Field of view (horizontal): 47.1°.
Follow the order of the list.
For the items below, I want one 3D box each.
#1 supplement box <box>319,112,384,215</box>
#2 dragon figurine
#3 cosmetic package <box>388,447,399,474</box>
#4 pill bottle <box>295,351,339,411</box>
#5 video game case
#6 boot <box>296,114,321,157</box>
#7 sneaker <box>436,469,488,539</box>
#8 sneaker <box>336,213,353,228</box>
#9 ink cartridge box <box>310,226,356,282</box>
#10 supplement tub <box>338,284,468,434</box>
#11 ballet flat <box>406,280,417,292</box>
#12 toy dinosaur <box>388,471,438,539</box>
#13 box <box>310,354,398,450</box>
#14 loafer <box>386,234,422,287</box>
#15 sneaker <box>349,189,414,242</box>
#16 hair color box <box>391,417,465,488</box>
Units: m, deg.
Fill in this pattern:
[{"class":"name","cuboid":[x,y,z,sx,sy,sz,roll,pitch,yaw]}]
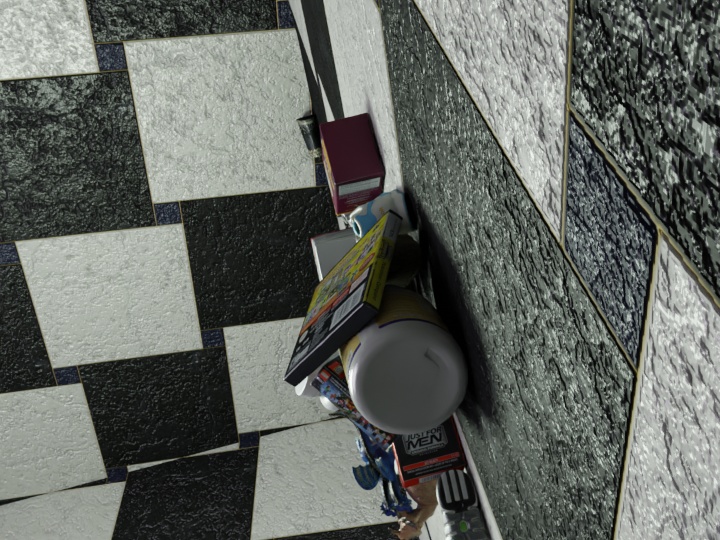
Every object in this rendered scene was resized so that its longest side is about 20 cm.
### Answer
[{"class":"supplement box","cuboid":[-0.016,-0.179,1.433,0.200,0.086,0.110,93,162,-79]},{"class":"dragon figurine","cuboid":[0.023,0.302,1.291,0.200,0.059,0.099,56,-160,-30]},{"class":"cosmetic package","cuboid":[0.084,0.256,1.535,0.200,0.052,0.151,-110,26,-61]},{"class":"pill bottle","cuboid":[-0.004,0.189,1.402,0.111,0.200,0.111,-167,90,-74]},{"class":"video game case","cuboid":[-0.023,0.037,1.092,0.200,0.025,0.181,-45,20,41]},{"class":"boot","cuboid":[-0.188,-0.511,3.144,0.204,0.073,0.154,-111,5,-76]},{"class":"sneaker","cuboid":[0.158,0.402,1.233,0.116,0.075,0.200,70,-166,-71]},{"class":"sneaker","cuboid":[-0.004,-0.101,1.605,0.075,0.082,0.200,99,156,-82]},{"class":"ink cartridge box","cuboid":[0.000,0.000,1.428,0.200,0.145,0.145,-139,36,-83]},{"class":"supplement tub","cuboid":[0.047,0.105,1.063,0.200,0.145,0.146,-113,9,-72]},{"class":"ballet flat","cuboid":[0.069,0.047,1.297,0.046,0.067,0.200,21,130,45]},{"class":"toy dinosaur","cuboid":[0.096,0.348,1.376,0.086,0.135,0.200,101,155,-83]},{"class":"box","cuboid":[0.030,0.165,1.186,0.137,0.038,0.200,41,-157,11]},{"class":"loafer","cuboid":[0.029,0.005,1.194,0.067,0.076,0.200,65,151,26]},{"class":"sneaker","cuboid":[0.026,-0.076,1.221,0.200,0.081,0.077,170,84,-88]},{"class":"hair color box","cuboid":[0.088,0.226,1.292,0.061,0.101,0.200,81,173,-65]}]
